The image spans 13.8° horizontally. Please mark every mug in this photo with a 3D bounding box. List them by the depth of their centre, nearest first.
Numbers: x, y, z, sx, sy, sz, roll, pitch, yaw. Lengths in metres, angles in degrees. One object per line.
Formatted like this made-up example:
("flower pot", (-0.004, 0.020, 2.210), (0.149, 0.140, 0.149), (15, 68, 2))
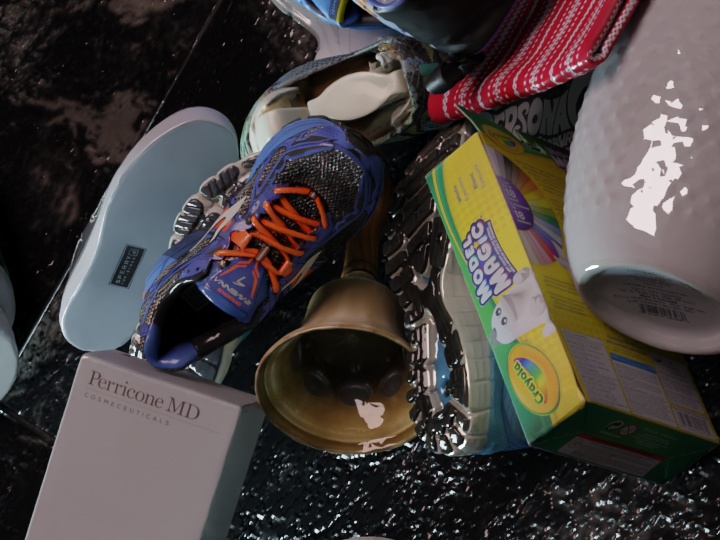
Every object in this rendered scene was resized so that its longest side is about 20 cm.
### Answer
("mug", (0.202, -0.046, 1.501), (0.199, 0.148, 0.176), (18, 66, 11))

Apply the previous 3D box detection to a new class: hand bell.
("hand bell", (0.000, 0.000, 1.736), (0.104, 0.104, 0.200), (-29, 34, 29))

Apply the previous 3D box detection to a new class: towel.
("towel", (0.108, -0.151, 1.577), (0.145, 0.022, 0.200), (-61, 16, -17))

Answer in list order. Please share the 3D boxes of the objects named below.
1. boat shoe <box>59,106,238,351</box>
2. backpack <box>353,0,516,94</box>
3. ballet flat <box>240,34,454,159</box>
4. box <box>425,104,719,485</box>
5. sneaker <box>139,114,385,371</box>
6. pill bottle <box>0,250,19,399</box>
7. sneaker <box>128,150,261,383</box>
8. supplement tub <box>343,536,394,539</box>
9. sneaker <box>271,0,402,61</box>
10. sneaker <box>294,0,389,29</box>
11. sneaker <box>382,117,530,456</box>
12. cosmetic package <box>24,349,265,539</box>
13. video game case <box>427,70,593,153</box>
("boat shoe", (-0.135, -0.037, 1.866), (0.066, 0.070, 0.200), (-98, 28, -48))
("backpack", (0.023, -0.228, 1.594), (0.200, 0.154, 0.190), (-55, 37, 4))
("ballet flat", (-0.019, -0.094, 1.733), (0.200, 0.074, 0.075), (-24, 49, 42))
("box", (0.105, 0.009, 1.551), (0.048, 0.117, 0.201), (-38, 53, 29))
("sneaker", (-0.056, -0.007, 1.659), (0.200, 0.075, 0.079), (-47, 13, 33))
("pill bottle", (-0.294, 0.003, 1.989), (0.113, 0.113, 0.200), (-42, 43, 17))
("sneaker", (-0.076, -0.005, 1.768), (0.200, 0.077, 0.080), (-54, -3, 37))
("supplement tub", (0.030, 0.239, 1.482), (0.145, 0.144, 0.200), (-50, 40, 8))
("sneaker", (-0.001, -0.173, 1.832), (0.087, 0.074, 0.200), (-54, 46, 25))
("sneaker", (-0.021, -0.181, 1.740), (0.199, 0.066, 0.078), (15, 37, 33))
("sneaker", (0.070, 0.011, 1.636), (0.078, 0.090, 0.201), (-34, 53, 53))
("cosmetic package", (-0.133, 0.155, 1.691), (0.101, 0.071, 0.201), (17, 94, 10))
("video game case", (0.125, -0.111, 1.698), (0.199, 0.036, 0.182), (-14, 55, 39))
